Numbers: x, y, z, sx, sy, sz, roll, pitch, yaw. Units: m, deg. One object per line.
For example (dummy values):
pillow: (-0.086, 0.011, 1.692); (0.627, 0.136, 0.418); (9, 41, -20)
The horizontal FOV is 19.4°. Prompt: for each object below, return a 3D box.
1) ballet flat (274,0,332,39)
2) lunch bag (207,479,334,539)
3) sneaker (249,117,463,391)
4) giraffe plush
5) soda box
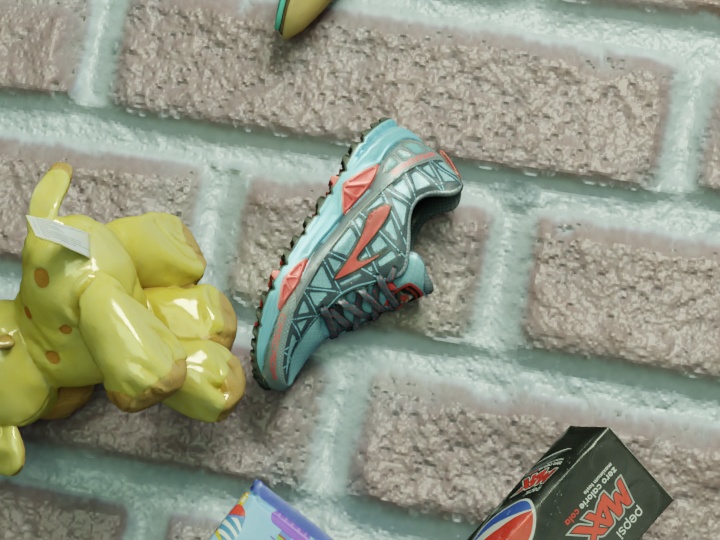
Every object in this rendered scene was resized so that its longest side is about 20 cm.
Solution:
ballet flat: (-0.010, -0.252, 1.462); (0.062, 0.069, 0.202); (13, 82, -4)
lunch bag: (-0.035, 0.255, 1.362); (0.200, 0.094, 0.151); (38, 84, 0)
sneaker: (0.000, 0.000, 1.402); (0.095, 0.079, 0.201); (29, 84, 10)
giraffe plush: (-0.197, 0.049, 1.388); (0.162, 0.200, 0.173); (-38, 42, 23)
soda box: (0.101, 0.190, 1.328); (0.071, 0.063, 0.200); (47, 75, -10)
